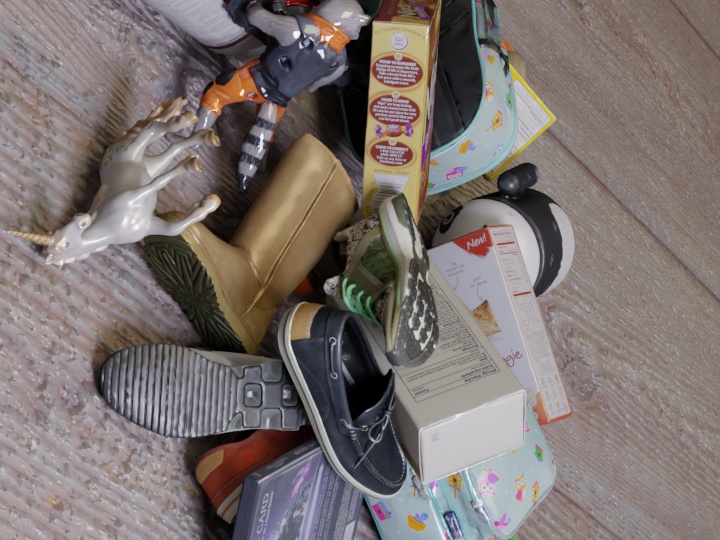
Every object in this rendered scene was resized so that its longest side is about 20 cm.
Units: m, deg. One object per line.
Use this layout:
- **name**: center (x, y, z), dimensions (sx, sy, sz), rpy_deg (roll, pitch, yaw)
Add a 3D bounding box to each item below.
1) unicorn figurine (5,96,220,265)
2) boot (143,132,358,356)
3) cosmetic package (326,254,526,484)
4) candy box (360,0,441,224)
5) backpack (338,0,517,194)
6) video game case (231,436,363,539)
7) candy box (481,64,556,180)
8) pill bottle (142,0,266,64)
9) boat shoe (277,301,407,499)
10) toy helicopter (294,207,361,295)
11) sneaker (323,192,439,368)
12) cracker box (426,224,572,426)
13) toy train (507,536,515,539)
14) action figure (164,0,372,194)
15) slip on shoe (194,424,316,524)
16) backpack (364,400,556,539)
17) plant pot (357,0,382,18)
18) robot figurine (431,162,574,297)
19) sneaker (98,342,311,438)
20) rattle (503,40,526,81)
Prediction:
- **unicorn figurine**: center (-0.183, -0.062, 1.416), dimensions (0.200, 0.136, 0.074), rpy_deg (-82, 147, -67)
- **boot**: center (-0.091, -0.044, 1.527), dimensions (0.201, 0.066, 0.176), rpy_deg (-57, 141, -32)
- **cosmetic package**: center (0.054, 0.080, 1.545), dimensions (0.200, 0.104, 0.071), rpy_deg (-122, -160, -44)
- **candy box**: center (0.037, -0.144, 1.621), dimensions (0.117, 0.056, 0.202), rpy_deg (-71, 165, -65)
- **backpack**: center (0.070, -0.176, 1.787), dimensions (0.153, 0.175, 0.201), rpy_deg (45, 32, -50)
- **video game case**: center (-0.050, 0.206, 1.470), dimensions (0.200, 0.019, 0.144), rpy_deg (-21, 128, -58)
- **candy box**: center (0.110, -0.205, 1.923), dimensions (0.200, 0.102, 0.026), rpy_deg (49, -4, -6)
- **pill bottle**: center (-0.132, -0.263, 1.607), dimensions (0.200, 0.109, 0.110), rpy_deg (32, 47, -44)
- **boat shoe**: center (-0.001, 0.108, 1.439), dimensions (0.201, 0.062, 0.075), rpy_deg (65, 34, -31)
- **toy helicopter**: center (0.000, 0.000, 1.715), dimensions (0.133, 0.078, 0.200), rpy_deg (-92, 156, -43)
- **sneaker**: center (0.014, 0.019, 1.522), dimensions (0.201, 0.088, 0.077), rpy_deg (-93, 160, -53)
- **cracker box**: center (0.114, 0.070, 1.770), dimensions (0.058, 0.133, 0.202), rpy_deg (-7, 77, -57)
- **toy train**: center (0.125, 0.282, 1.756), dimensions (0.056, 0.042, 0.202), rpy_deg (21, 55, -38)
- **action figure**: center (-0.054, -0.163, 1.587), dimensions (0.199, 0.194, 0.105), rpy_deg (24, 23, -42)
- **slip on shoe**: center (-0.074, 0.153, 1.498), dimensions (0.061, 0.074, 0.200), rpy_deg (46, 26, 11)
- **backpack**: center (0.076, 0.167, 1.645), dimensions (0.201, 0.153, 0.176), rpy_deg (58, 37, -4)
- **plant pot**: center (-0.038, -0.352, 1.744), dimensions (0.200, 0.199, 0.198), rpy_deg (38, 52, -41)
- **robot figurine**: center (0.151, -0.023, 1.890), dimensions (0.200, 0.124, 0.151), rpy_deg (-19, 87, -63)
- **sneaker**: center (-0.129, 0.098, 1.451), dimensions (0.199, 0.088, 0.075), rpy_deg (9, 87, -31)
- **rattle**: center (0.117, -0.210, 2.038), dimensions (0.201, 0.141, 0.131), rpy_deg (-96, -179, -50)
